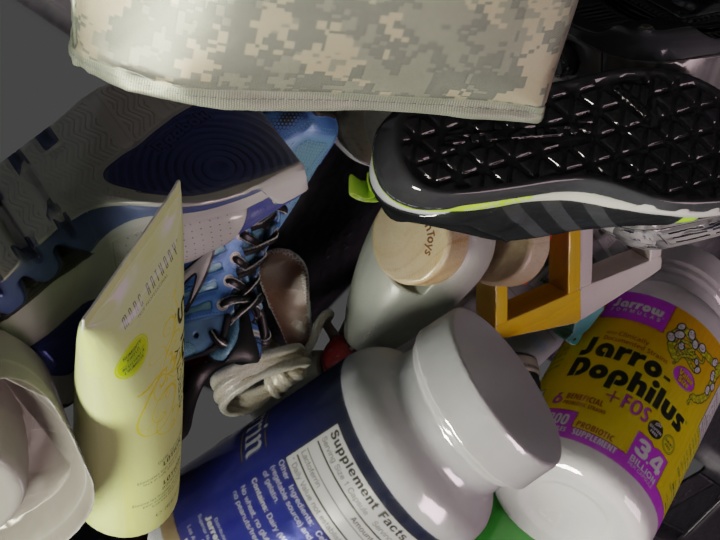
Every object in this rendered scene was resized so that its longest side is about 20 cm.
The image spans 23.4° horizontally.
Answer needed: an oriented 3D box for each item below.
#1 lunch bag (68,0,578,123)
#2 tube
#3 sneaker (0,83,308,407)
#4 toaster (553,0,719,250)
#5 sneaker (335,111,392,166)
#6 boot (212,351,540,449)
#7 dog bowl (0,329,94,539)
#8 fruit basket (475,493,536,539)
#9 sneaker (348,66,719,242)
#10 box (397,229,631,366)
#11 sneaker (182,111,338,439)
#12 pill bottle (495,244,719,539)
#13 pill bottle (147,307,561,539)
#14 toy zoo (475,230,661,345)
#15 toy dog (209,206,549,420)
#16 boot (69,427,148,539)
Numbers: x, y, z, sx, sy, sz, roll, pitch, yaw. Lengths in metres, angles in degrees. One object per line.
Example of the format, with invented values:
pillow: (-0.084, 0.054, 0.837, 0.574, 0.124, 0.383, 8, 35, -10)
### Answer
lunch bag: (-0.014, -0.151, 0.660, 0.199, 0.118, 0.164, 1, 133, -13)
tube: (-0.099, 0.049, 0.748, 0.052, 0.058, 0.200, -10, 146, -15)
sneaker: (-0.125, -0.006, 0.778, 0.199, 0.081, 0.115, -25, 151, -16)
toaster: (0.181, -0.096, 0.931, 0.199, 0.114, 0.130, -15, 124, -27)
sneaker: (0.036, -0.114, 0.814, 0.077, 0.082, 0.200, -23, 145, -32)
boot: (0.025, 0.142, 1.003, 0.203, 0.154, 0.073, -19, 159, 6)
dog bowl: (-0.213, 0.081, 0.725, 0.199, 0.059, 0.200, -11, 151, -6)
fruit basket: (0.030, 0.220, 1.131, 0.216, 0.155, 0.216, -53, -169, 14)
sneaker: (0.094, -0.052, 0.843, 0.199, 0.072, 0.083, 2, 162, -8)
box: (0.092, 0.018, 1.106, 0.200, 0.041, 0.156, -45, 150, 2)
sneaker: (-0.063, 0.003, 0.841, 0.078, 0.090, 0.200, 2, 127, -52)
pill bottle: (0.167, 0.075, 1.077, 0.200, 0.104, 0.104, -56, 162, -34)
pill bottle: (-0.003, 0.111, 0.903, 0.200, 0.116, 0.116, -34, 154, 17)
toy zoo: (0.122, -0.043, 1.005, 0.131, 0.020, 0.201, -21, 124, -28)
toy dog: (0.000, 0.000, 0.945, 0.200, 0.097, 0.132, -31, 156, 10)
boot: (-0.152, 0.147, 0.882, 0.097, 0.075, 0.200, -58, -179, 42)
